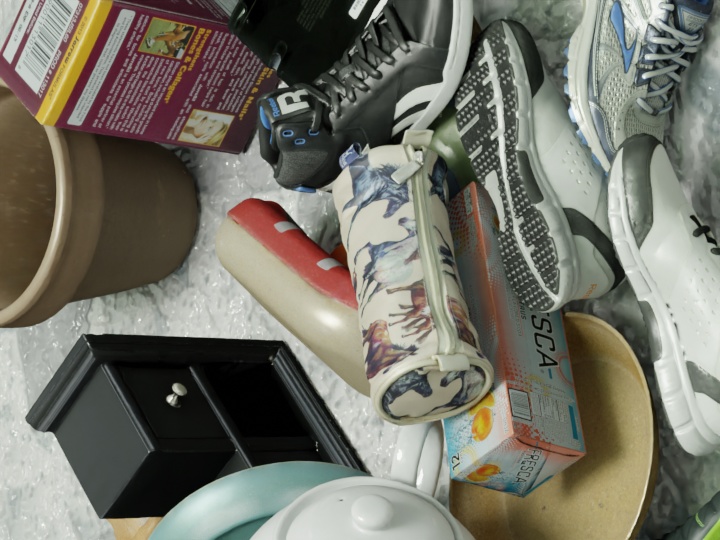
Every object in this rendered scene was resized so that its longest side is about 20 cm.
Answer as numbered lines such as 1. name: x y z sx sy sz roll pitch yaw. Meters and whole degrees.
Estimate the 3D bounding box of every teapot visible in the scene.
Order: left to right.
1. teapot: 0.005 0.197 1.271 0.200 0.197 0.146 51 146 47

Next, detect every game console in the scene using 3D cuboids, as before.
1. game console: 0.001 -0.237 1.466 0.176 0.116 0.200 45 118 28

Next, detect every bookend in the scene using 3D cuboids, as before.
1. bookend: -0.105 0.148 1.465 0.092 0.200 0.199 -53 54 28

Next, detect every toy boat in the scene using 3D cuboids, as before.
1. toy boat: 0.000 0.000 1.449 0.131 0.131 0.200 -47 52 -4

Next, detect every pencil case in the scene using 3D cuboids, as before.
1. pencil case: 0.033 0.006 1.307 0.089 0.078 0.200 104 161 -48

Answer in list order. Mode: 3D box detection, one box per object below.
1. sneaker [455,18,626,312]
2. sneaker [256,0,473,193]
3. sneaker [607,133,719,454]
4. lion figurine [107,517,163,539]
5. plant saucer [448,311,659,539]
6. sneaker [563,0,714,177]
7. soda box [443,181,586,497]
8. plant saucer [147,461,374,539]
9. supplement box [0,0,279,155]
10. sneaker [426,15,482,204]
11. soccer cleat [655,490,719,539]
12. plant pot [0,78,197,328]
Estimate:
1. sneaker: 0.121 -0.070 1.328 0.074 0.080 0.200 -34 67 57
2. sneaker: -0.006 -0.122 1.358 0.073 0.112 0.200 63 142 37
3. sneaker: 0.211 0.009 1.246 0.080 0.074 0.200 -18 92 27
4. lion figurine: -0.170 0.194 1.559 0.123 0.072 0.200 -57 31 29
5. plant saucer: 0.133 0.128 1.326 0.200 0.035 0.200 -29 53 48
6. sneaker: 0.182 -0.151 1.301 0.085 0.077 0.200 -8 84 35
7. soda box: 0.091 0.044 1.334 0.068 0.064 0.200 -41 43 41
8. plant saucer: -0.054 0.213 1.414 0.200 0.200 0.027 -53 31 27
9. supplement box: -0.161 -0.165 1.541 0.086 0.200 0.110 47 117 37
10. sneaker: 0.052 -0.123 1.424 0.090 0.067 0.200 -41 63 28
11. soccer cleat: 0.193 0.192 1.272 0.200 0.067 0.081 -59 39 23
12. plant pot: -0.231 -0.050 1.618 0.200 0.175 0.200 -4 84 43
